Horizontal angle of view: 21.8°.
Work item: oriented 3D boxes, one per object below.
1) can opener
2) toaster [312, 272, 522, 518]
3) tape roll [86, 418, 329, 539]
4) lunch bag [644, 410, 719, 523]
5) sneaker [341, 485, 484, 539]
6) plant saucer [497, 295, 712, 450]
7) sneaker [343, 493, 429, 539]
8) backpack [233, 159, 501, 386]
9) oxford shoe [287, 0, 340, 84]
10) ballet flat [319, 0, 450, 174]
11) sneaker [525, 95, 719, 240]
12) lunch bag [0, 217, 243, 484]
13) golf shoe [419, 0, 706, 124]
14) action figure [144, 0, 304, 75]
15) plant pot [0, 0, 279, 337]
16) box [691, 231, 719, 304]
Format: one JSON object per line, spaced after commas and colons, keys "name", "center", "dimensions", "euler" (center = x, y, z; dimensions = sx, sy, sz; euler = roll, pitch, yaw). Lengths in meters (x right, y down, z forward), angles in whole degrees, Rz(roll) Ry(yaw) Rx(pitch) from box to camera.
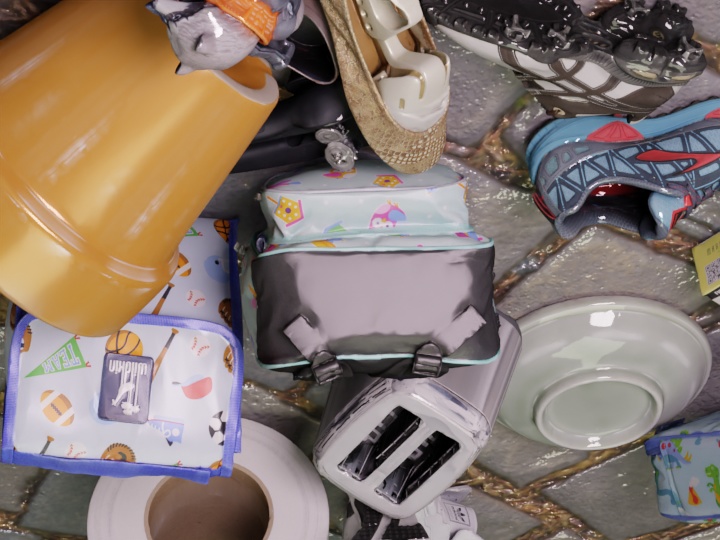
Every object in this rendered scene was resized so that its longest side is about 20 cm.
{"name": "can opener", "center": [-0.058, -0.094, 1.264], "dimensions": [0.199, 0.079, 0.063], "euler": [-16, 135, 32]}
{"name": "toaster", "center": [0.045, 0.098, 1.445], "dimensions": [0.113, 0.130, 0.200], "euler": [33, 133, -12]}
{"name": "tape roll", "center": [-0.125, 0.242, 1.572], "dimensions": [0.200, 0.204, 0.140], "euler": [-1, 143, -3]}
{"name": "lunch bag", "center": [0.341, 0.147, 1.511], "dimensions": [0.160, 0.083, 0.199], "euler": [-12, 178, -32]}
{"name": "sneaker", "center": [0.057, 0.199, 1.639], "dimensions": [0.114, 0.076, 0.201], "euler": [1, 138, -18]}
{"name": "plant saucer", "center": [0.194, 0.099, 1.539], "dimensions": [0.198, 0.051, 0.201], "euler": [-2, 141, -2]}
{"name": "sneaker", "center": [0.020, 0.230, 1.478], "dimensions": [0.073, 0.201, 0.081], "euler": [3, 119, 0]}
{"name": "backpack", "center": [0.000, 0.000, 1.304], "dimensions": [0.174, 0.155, 0.200], "euler": [-5, 179, -7]}
{"name": "oxford shoe", "center": [-0.077, -0.185, 1.142], "dimensions": [0.199, 0.073, 0.071], "euler": [29, 132, -34]}
{"name": "ballet flat", "center": [0.018, -0.142, 1.155], "dimensions": [0.065, 0.070, 0.201], "euler": [17, 140, 51]}
{"name": "sneaker", "center": [0.218, -0.058, 1.306], "dimensions": [0.198, 0.096, 0.080], "euler": [-7, 142, 4]}
{"name": "lunch bag", "center": [-0.169, 0.055, 1.334], "dimensions": [0.168, 0.201, 0.124], "euler": [6, 141, -10]}
{"name": "golf shoe", "center": [0.123, -0.137, 1.216], "dimensions": [0.198, 0.078, 0.095], "euler": [12, 139, -17]}
{"name": "action figure", "center": [-0.074, -0.203, 1.022], "dimensions": [0.104, 0.195, 0.199], "euler": [0, 161, 46]}
{"name": "plant pot", "center": [-0.157, -0.093, 1.175], "dimensions": [0.183, 0.201, 0.200], "euler": [-40, 131, 17]}
{"name": "box", "center": [0.350, 0.022, 1.453], "dimensions": [0.199, 0.050, 0.075], "euler": [28, 133, -34]}
